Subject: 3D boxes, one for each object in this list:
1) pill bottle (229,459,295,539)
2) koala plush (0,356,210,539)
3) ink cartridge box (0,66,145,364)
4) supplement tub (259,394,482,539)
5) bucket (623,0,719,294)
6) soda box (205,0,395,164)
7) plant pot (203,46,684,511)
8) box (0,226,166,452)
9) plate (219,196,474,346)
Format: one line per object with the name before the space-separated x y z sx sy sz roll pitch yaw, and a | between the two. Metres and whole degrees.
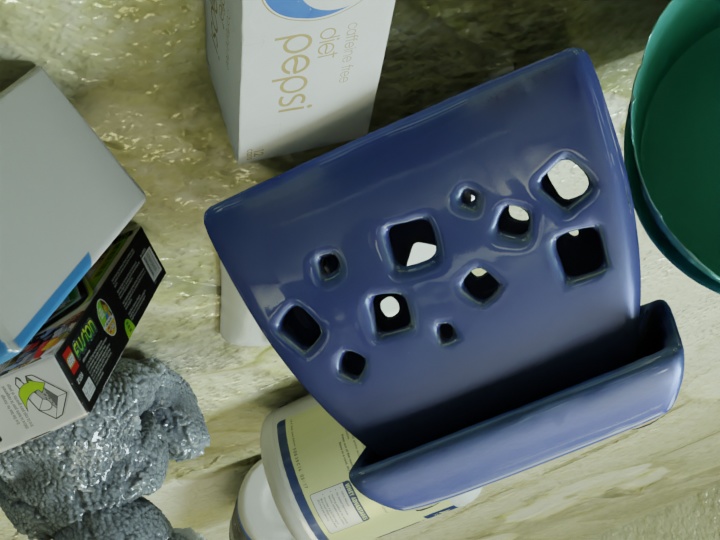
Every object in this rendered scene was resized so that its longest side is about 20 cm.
pill bottle | -0.086 0.279 1.362 0.113 0.114 0.200 -13 157 -16
koala plush | -0.189 0.177 0.894 0.177 0.201 0.184 -16 164 -5
ink cartridge box | -0.215 0.012 0.561 0.200 0.084 0.145 -30 -162 25
supplement tub | 0.025 0.161 1.126 0.199 0.146 0.145 -23 158 12
bucket | 0.238 -0.073 0.661 0.206 0.208 0.135 -21 172 7
soda box | -0.026 -0.124 0.511 0.068 0.064 0.200 -14 158 -12
plant pot | 0.060 0.006 0.656 0.199 0.180 0.200 -24 -179 12
box | -0.176 0.040 0.662 0.110 0.035 0.200 -23 -163 9
plate | 0.000 0.000 0.874 0.199 0.032 0.200 -14 159 -12
